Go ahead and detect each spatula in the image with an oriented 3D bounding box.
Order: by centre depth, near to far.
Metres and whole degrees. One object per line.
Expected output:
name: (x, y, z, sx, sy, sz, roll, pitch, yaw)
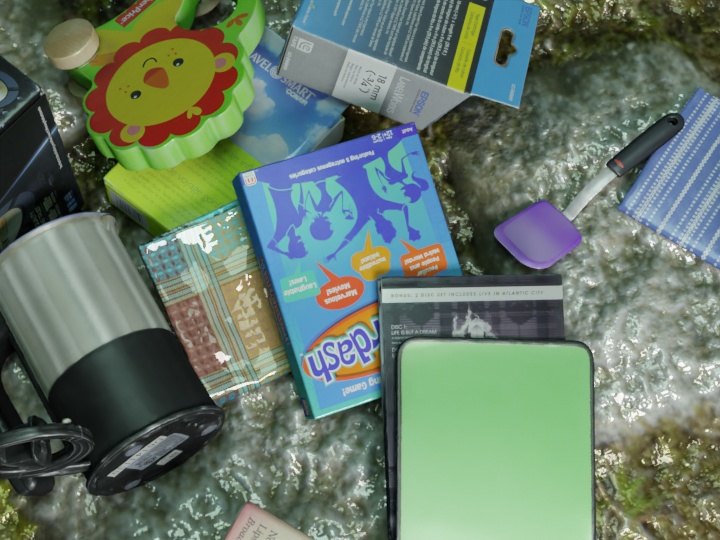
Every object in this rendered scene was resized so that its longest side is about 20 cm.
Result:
spatula: (0.203, -0.072, 1.192, 0.200, 0.021, 0.057, -39, 68, -10)

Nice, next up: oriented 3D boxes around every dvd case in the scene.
dvd case: (0.090, 0.104, 1.084, 0.147, 0.016, 0.202, -1, 84, -10)

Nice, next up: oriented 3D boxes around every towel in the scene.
towel: (-0.062, 0.005, 1.128, 0.199, 0.022, 0.148, -24, 90, -15)
towel: (0.341, -0.055, 1.199, 0.199, 0.024, 0.145, 32, 72, 13)

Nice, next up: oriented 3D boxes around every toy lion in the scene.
toy lion: (-0.156, -0.176, 1.172, 0.191, 0.069, 0.200, 34, 71, 34)

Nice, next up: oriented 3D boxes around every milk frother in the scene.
milk frother: (-0.225, 0.064, 1.031, 0.180, 0.200, 0.189, -30, 71, -9)

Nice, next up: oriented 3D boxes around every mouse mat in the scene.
mouse mat: (0.104, 0.152, 1.069, 0.160, 0.008, 0.202, 2, 83, -11)

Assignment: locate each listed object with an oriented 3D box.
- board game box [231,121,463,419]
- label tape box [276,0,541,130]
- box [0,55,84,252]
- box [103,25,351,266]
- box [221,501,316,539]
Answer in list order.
board game box: (0.000, 0.000, 1.110, 0.151, 0.045, 0.201, -18, 89, -13)
label tape box: (0.043, -0.197, 1.198, 0.199, 0.063, 0.145, 20, 49, -3)
box: (-0.311, -0.060, 1.078, 0.086, 0.200, 0.164, 37, 70, 13)
box: (-0.107, -0.104, 1.187, 0.122, 0.048, 0.200, 37, 71, 12)
box: (-0.027, 0.276, 0.994, 0.199, 0.109, 0.128, 28, 68, 10)
